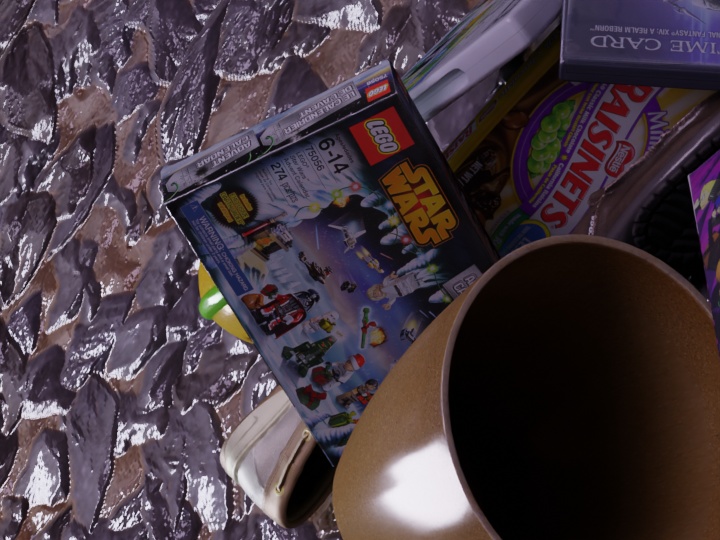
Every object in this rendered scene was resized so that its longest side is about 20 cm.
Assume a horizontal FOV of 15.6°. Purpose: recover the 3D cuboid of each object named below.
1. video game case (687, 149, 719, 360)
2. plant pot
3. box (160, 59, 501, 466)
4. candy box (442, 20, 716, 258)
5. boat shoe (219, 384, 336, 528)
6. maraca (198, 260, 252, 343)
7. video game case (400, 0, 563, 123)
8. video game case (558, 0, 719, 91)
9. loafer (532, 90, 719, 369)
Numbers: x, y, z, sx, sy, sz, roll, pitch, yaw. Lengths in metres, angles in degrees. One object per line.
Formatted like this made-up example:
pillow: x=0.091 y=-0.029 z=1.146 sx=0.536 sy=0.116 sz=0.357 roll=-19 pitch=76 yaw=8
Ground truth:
video game case: x=0.237 y=-0.031 z=1.201 sx=0.200 sy=0.036 sz=0.181 roll=-42 pitch=34 yaw=35
plant pot: x=0.071 y=0.100 z=1.344 sx=0.200 sy=0.186 sz=0.187 roll=-30 pitch=49 yaw=55
box: x=0.000 y=0.000 z=1.408 sx=0.137 sy=0.200 sz=0.040 roll=-26 pitch=32 yaw=9
candy box: x=0.108 y=-0.059 z=1.424 sx=0.200 sy=0.102 sz=0.026 roll=-48 pitch=21 yaw=24
boat shoe: x=0.005 y=0.068 z=1.517 sx=0.200 sy=0.074 sz=0.066 roll=-49 pitch=59 yaw=20
maraca: x=-0.026 y=-0.015 z=1.530 sx=0.107 sy=0.137 sz=0.200 roll=58 pitch=155 yaw=3
video game case: x=0.078 y=-0.135 z=1.452 sx=0.182 sy=0.022 sz=0.200 roll=-35 pitch=9 yaw=46
video game case: x=0.178 y=-0.173 z=1.361 sx=0.019 sy=0.143 sz=0.200 roll=89 pitch=-174 yaw=-54
loafer: x=0.149 y=-0.032 z=1.377 sx=0.200 sy=0.073 sz=0.071 roll=-47 pitch=39 yaw=29
